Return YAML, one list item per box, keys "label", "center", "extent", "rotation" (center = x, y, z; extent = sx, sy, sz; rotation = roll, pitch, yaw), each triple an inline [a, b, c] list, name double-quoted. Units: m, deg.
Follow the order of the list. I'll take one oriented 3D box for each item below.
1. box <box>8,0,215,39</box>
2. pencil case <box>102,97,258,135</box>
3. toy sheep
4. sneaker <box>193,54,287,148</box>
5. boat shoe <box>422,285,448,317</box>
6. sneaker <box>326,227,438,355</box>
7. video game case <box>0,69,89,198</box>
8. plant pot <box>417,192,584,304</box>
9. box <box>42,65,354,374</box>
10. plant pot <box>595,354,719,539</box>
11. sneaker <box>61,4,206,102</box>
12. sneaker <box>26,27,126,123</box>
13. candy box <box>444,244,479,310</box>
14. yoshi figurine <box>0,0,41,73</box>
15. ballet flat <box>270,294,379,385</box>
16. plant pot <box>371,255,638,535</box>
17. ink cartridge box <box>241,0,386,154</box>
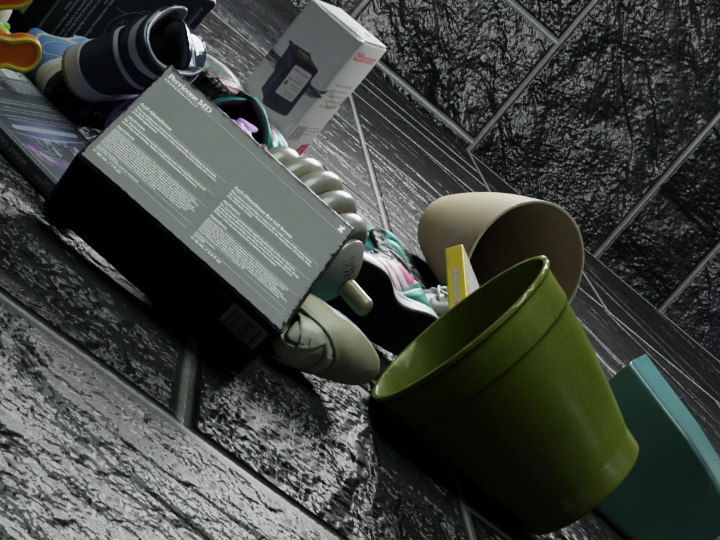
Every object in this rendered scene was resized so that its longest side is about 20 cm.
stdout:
- label: "box"
  center: [-0.268, -0.270, 1.474]
  extent: [0.107, 0.149, 0.200]
  rotation: [47, 13, 25]
- label: "pencil case"
  center: [-0.168, -0.118, 1.402]
  extent: [0.083, 0.086, 0.200]
  rotation: [31, 8, 16]
- label: "toy sheep"
  center: [-0.060, -0.031, 1.304]
  extent: [0.200, 0.138, 0.138]
  rotation: [42, 12, 15]
- label: "sneaker"
  center: [-0.166, -0.185, 1.668]
  extent: [0.200, 0.084, 0.121]
  rotation: [43, 3, 3]
- label: "boat shoe"
  center: [0.084, 0.047, 1.651]
  extent: [0.199, 0.067, 0.074]
  rotation: [32, 15, -37]
- label: "sneaker"
  center: [0.000, 0.000, 1.471]
  extent: [0.200, 0.083, 0.121]
  rotation: [39, 14, -50]
- label: "video game case"
  center: [-0.264, -0.108, 1.231]
  extent: [0.200, 0.019, 0.143]
  rotation: [45, 13, 12]
- label: "plant pot"
  center: [0.164, -0.028, 1.962]
  extent: [0.187, 0.188, 0.200]
  rotation: [33, 0, -33]
- label: "box"
  center: [-0.122, -0.041, 1.153]
  extent: [0.200, 0.079, 0.141]
  rotation: [42, 46, -5]
- label: "plant pot"
  center: [0.318, 0.219, 1.633]
  extent: [0.201, 0.141, 0.141]
  rotation: [51, 14, 11]
- label: "sneaker"
  center: [-0.171, -0.199, 1.348]
  extent: [0.200, 0.108, 0.071]
  rotation: [-27, 100, -60]
- label: "sneaker"
  center: [-0.248, -0.187, 1.415]
  extent: [0.077, 0.076, 0.200]
  rotation: [50, 13, 18]
- label: "candy box"
  center: [0.115, 0.073, 1.529]
  extent: [0.201, 0.026, 0.103]
  rotation: [-89, 162, -53]
- label: "yoshi figurine"
  center: [-0.325, -0.245, 1.300]
  extent: [0.112, 0.113, 0.200]
  rotation: [42, -3, -41]
- label: "ballet flat"
  center: [-0.073, 0.039, 1.232]
  extent: [0.199, 0.070, 0.069]
  rotation: [39, 12, -2]
- label: "plant pot"
  center: [0.145, 0.126, 1.335]
  extent: [0.194, 0.200, 0.200]
  rotation: [52, 11, -6]
- label: "ink cartridge box"
  center: [-0.072, -0.222, 1.787]
  extent: [0.084, 0.200, 0.145]
  rotation: [42, 12, 6]
